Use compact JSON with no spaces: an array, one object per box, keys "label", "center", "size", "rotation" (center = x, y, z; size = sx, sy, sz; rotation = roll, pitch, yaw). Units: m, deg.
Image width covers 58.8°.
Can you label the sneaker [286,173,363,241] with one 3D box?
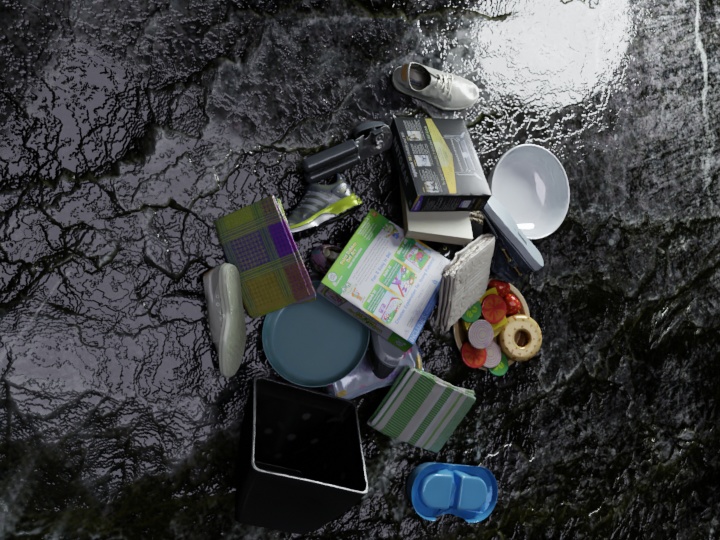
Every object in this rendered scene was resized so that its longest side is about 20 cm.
[{"label":"sneaker","center":[-0.097,-0.115,1.204],"size":[0.199,0.074,0.082],"rotation":[-27,84,-23]}]

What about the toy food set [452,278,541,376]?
[{"label":"toy food set","center":[0.282,0.119,1.348],"size":[0.196,0.049,0.202],"rotation":[-24,97,-20]}]

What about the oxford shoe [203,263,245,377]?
[{"label":"oxford shoe","center":[-0.244,0.088,1.135],"size":[0.057,0.075,0.203],"rotation":[-1,98,17]}]

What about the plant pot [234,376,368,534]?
[{"label":"plant pot","center":[-0.123,0.333,1.099],"size":[0.198,0.201,0.178],"rotation":[19,121,-20]}]

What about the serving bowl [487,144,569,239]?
[{"label":"serving bowl","center":[0.350,-0.165,1.372],"size":[0.198,0.066,0.203],"rotation":[0,89,-21]}]

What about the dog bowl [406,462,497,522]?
[{"label":"dog bowl","center":[0.183,0.446,1.300],"size":[0.198,0.049,0.113],"rotation":[11,85,-21]}]

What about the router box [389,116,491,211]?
[{"label":"router box","center":[0.151,-0.209,1.251],"size":[0.155,0.052,0.202],"rotation":[-2,59,-18]}]

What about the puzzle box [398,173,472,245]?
[{"label":"puzzle box","center":[0.144,-0.143,1.254],"size":[0.131,0.026,0.202],"rotation":[7,56,-13]}]

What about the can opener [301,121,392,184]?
[{"label":"can opener","center":[-0.028,-0.234,1.243],"size":[0.198,0.067,0.054],"rotation":[-25,137,-15]}]

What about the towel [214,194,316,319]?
[{"label":"towel","center":[-0.173,-0.019,1.152],"size":[0.142,0.023,0.202],"rotation":[-20,97,18]}]

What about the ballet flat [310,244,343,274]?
[{"label":"ballet flat","center":[0.000,0.000,1.229],"size":[0.198,0.071,0.070],"rotation":[21,78,-20]}]

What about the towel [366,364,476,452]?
[{"label":"towel","center":[0.123,0.272,1.247],"size":[0.199,0.023,0.153],"rotation":[27,101,-35]}]

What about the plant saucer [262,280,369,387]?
[{"label":"plant saucer","center":[-0.081,0.117,1.177],"size":[0.197,0.027,0.202],"rotation":[-1,67,2]}]

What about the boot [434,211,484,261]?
[{"label":"boot","center":[0.174,-0.057,1.297],"size":[0.198,0.073,0.153],"rotation":[6,87,-24]}]

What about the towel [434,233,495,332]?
[{"label":"towel","center":[0.197,0.021,1.208],"size":[0.200,0.034,0.134],"rotation":[-33,136,-49]}]

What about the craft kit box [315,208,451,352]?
[{"label":"craft kit box","center":[0.050,0.014,1.169],"size":[0.197,0.049,0.201],"rotation":[36,57,-2]}]

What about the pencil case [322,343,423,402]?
[{"label":"pencil case","center":[0.022,0.192,1.225],"size":[0.198,0.083,0.092],"rotation":[-11,67,-20]}]

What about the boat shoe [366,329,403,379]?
[{"label":"boat shoe","center":[0.036,0.120,1.197],"size":[0.068,0.201,0.057],"rotation":[21,118,-15]}]

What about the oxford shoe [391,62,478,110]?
[{"label":"oxford shoe","center":[0.161,-0.378,1.310],"size":[0.198,0.058,0.076],"rotation":[9,83,-23]}]

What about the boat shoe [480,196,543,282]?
[{"label":"boat shoe","center":[0.282,-0.058,1.300],"size":[0.200,0.090,0.071],"rotation":[47,31,-19]}]
